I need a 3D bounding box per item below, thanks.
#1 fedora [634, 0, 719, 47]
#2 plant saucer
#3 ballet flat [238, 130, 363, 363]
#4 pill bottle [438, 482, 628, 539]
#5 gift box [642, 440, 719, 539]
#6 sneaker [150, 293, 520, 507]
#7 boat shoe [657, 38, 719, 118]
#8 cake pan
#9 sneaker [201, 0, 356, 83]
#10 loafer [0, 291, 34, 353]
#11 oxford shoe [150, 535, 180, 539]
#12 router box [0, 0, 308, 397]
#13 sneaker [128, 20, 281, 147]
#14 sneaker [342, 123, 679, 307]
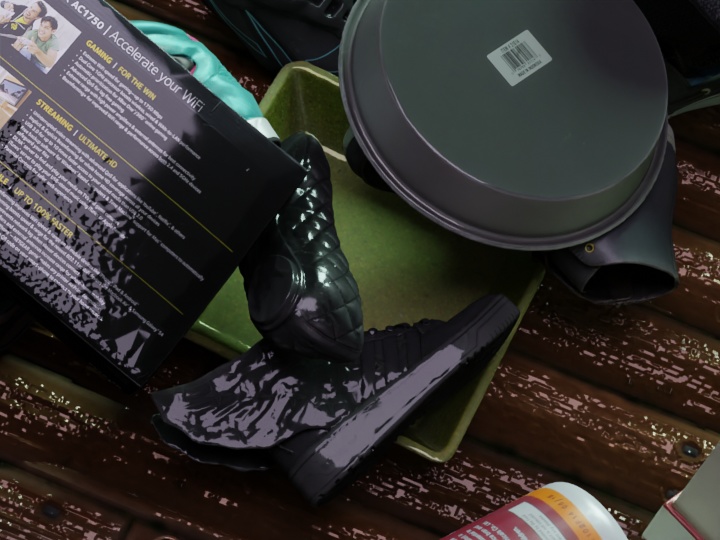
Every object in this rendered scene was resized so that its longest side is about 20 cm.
[{"bbox_3d":[0.195,-0.199,1.419,0.200,0.091,0.202,22,56,-37],"label":"fedora"},{"bbox_3d":[0.000,0.000,1.399,0.199,0.048,0.201,26,62,6],"label":"plant saucer"},{"bbox_3d":[-0.035,-0.013,1.316,0.057,0.066,0.201,37,24,-25],"label":"ballet flat"},{"bbox_3d":[0.049,0.202,1.259,0.199,0.113,0.113,-24,67,-19],"label":"pill bottle"},{"bbox_3d":[0.294,0.131,1.294,0.199,0.187,0.185,-22,63,-39],"label":"gift box"},{"bbox_3d":[-0.012,0.052,1.308,0.200,0.060,0.104,-40,76,-21],"label":"sneaker"},{"bbox_3d":[0.186,-0.126,1.485,0.199,0.057,0.069,-21,66,-17],"label":"boat shoe"},{"bbox_3d":[0.087,-0.109,1.337,0.198,0.037,0.202,7,62,-14],"label":"cake pan"},{"bbox_3d":[-0.014,-0.146,1.466,0.199,0.079,0.076,37,55,-10],"label":"sneaker"},{"bbox_3d":[-0.173,-0.036,1.378,0.072,0.063,0.201,36,66,-11],"label":"loafer"},{"bbox_3d":[-0.129,0.231,1.246,0.071,0.071,0.202,13,63,-2],"label":"oxford shoe"},{"bbox_3d":[-0.149,-0.055,1.246,0.200,0.051,0.150,40,74,-5],"label":"router box"},{"bbox_3d":[-0.157,-0.077,1.320,0.199,0.084,0.121,-25,75,-17],"label":"sneaker"},{"bbox_3d":[0.090,-0.041,1.361,0.198,0.075,0.107,2,59,-8],"label":"sneaker"}]
